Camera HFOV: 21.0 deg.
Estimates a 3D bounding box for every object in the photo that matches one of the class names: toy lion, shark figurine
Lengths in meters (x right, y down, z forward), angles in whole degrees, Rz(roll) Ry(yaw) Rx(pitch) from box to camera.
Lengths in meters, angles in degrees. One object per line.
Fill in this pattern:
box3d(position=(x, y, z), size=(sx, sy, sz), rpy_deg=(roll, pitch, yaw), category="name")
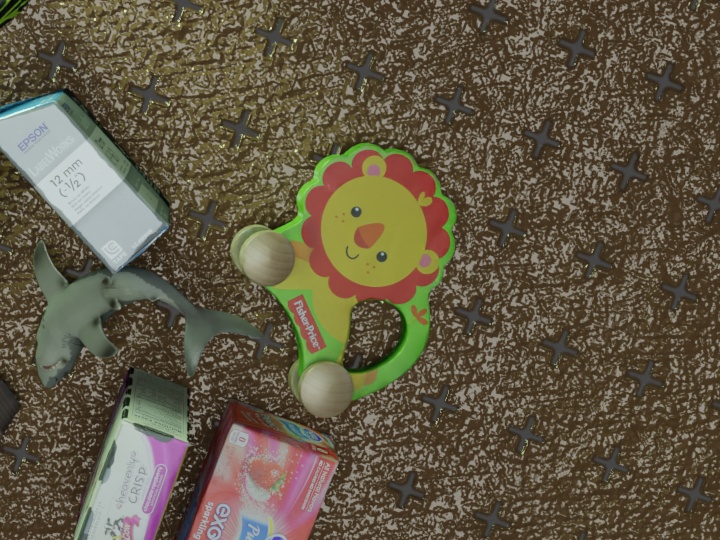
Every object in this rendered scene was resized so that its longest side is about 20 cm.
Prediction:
box3d(position=(0.000, 0.000, 1.674), size=(0.191, 0.069, 0.201), rpy_deg=(-25, 101, -8), category="toy lion")
box3d(position=(-0.190, 0.023, 1.636), size=(0.214, 0.089, 0.129), rpy_deg=(-8, 98, 34), category="shark figurine")

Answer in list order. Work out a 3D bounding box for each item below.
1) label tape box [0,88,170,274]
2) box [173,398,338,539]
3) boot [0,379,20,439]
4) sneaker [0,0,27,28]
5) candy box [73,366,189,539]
box3d(position=(-0.242, -0.100, 1.590), size=(0.066, 0.143, 0.200), rpy_deg=(-39, 100, 2), category="label tape box")
box3d(position=(-0.102, 0.227, 1.680), size=(0.102, 0.095, 0.201), rpy_deg=(22, 97, -9), category="box")
box3d(position=(-0.384, 0.108, 1.632), size=(0.146, 0.070, 0.200), rpy_deg=(-43, 111, -18), category="boot")
box3d(position=(-0.348, -0.209, 1.564), size=(0.076, 0.200, 0.075), rpy_deg=(47, 134, 1), category="sneaker")
box3d(position=(-0.189, 0.171, 1.610), size=(0.061, 0.200, 0.137), rpy_deg=(19, 98, -7), category="candy box")
